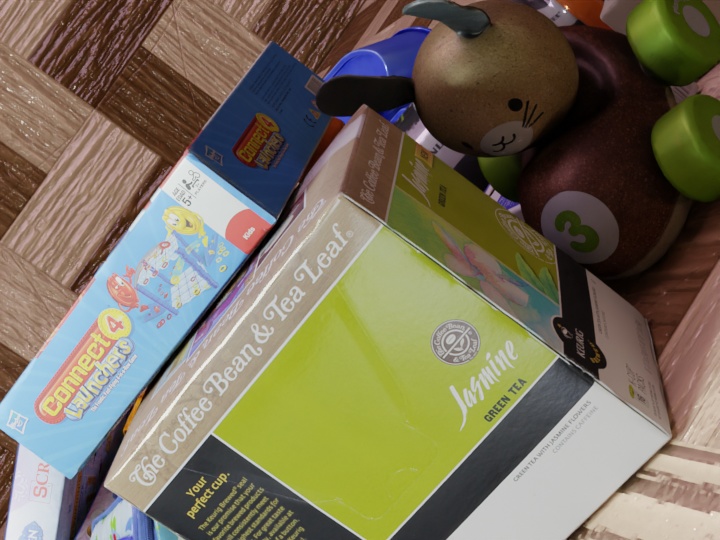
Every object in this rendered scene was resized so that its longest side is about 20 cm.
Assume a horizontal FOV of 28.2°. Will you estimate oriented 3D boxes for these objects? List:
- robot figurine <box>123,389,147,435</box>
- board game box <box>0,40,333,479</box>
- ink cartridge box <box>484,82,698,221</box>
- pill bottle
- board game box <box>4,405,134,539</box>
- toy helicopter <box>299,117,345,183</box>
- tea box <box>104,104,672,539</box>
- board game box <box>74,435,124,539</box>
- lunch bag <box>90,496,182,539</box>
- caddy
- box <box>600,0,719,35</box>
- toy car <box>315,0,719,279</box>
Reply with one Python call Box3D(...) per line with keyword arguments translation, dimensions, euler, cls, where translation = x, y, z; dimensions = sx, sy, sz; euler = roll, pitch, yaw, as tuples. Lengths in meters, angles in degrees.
Box3D(translation=(-0.113, 0.086, 0.964), dimensions=(0.145, 0.058, 0.200), euler=(-61, -1, -17), cls="robot figurine")
Box3D(translation=(-0.102, -0.013, 0.800), dimensions=(0.196, 0.056, 0.200), euler=(-50, 9, 24), cls="board game box")
Box3D(translation=(0.146, -0.072, 0.990), dimensions=(0.100, 0.039, 0.200), euler=(-59, 14, -19), cls="ink cartridge box")
Box3D(translation=(0.118, -0.144, 1.130), dimensions=(0.200, 0.106, 0.106), euler=(-49, 12, 17), cls="pill bottle")
Box3D(translation=(-0.231, 0.183, 1.140), dimensions=(0.200, 0.041, 0.201), euler=(14, -95, -85), cls="board game box")
Box3D(translation=(-0.028, 0.004, 0.925), dimensions=(0.200, 0.079, 0.133), euler=(116, 177, -56), cls="toy helicopter")
Box3D(translation=(0.014, 0.064, 0.729), dimensions=(0.200, 0.197, 0.134), euler=(-49, 12, 22), cls="tea box")
Box3D(translation=(-0.186, 0.239, 1.175), dimensions=(0.200, 0.041, 0.200), euler=(-73, -10, -60), cls="board game box")
Box3D(translation=(-0.128, 0.221, 0.940), dimensions=(0.200, 0.082, 0.161), euler=(142, 122, -66), cls="lunch bag")
Box3D(translation=(0.034, -0.143, 1.380), dimensions=(0.105, 0.142, 0.200), euler=(-23, -11, -39), cls="caddy")
Box3D(translation=(0.244, -0.209, 0.886), dimensions=(0.200, 0.082, 0.068), euler=(-44, 16, 46), cls="box")
Box3D(translation=(0.084, -0.087, 0.796), dimensions=(0.164, 0.200, 0.158), euler=(-39, 45, 41), cls="toy car")
